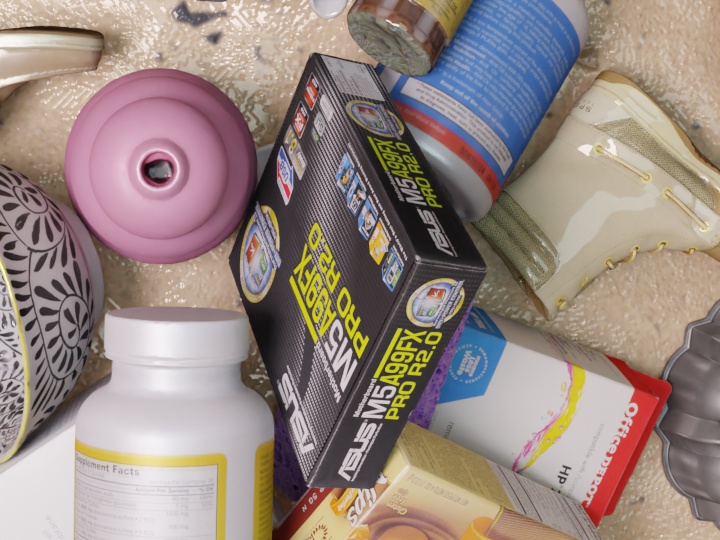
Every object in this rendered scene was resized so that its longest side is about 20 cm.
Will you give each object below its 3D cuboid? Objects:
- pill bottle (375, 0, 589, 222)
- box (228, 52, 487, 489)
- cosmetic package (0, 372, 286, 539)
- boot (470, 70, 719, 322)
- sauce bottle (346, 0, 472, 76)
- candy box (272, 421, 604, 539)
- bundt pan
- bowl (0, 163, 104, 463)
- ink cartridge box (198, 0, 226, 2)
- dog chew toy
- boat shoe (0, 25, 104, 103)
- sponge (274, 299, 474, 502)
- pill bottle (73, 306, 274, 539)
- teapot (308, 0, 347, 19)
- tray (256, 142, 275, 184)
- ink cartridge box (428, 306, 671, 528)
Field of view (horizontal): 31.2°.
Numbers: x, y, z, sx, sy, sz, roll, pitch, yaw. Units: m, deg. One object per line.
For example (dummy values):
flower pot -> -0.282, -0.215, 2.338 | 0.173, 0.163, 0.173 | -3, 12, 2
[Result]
pill bottle -> 0.081, -0.143, 0.839 | 0.112, 0.112, 0.201 | 34, 79, -10
box -> -0.011, -0.004, 0.738 | 0.044, 0.201, 0.161 | 8, 126, -27
cosmetic package -> -0.152, 0.185, 0.835 | 0.199, 0.123, 0.201 | -33, 99, -6
boot -> 0.188, -0.015, 0.892 | 0.200, 0.073, 0.156 | 45, 87, -8
sauce bottle -> 0.061, -0.215, 0.782 | 0.064, 0.065, 0.201 | 31, 74, -10
candy box -> 0.053, 0.173, 0.798 | 0.199, 0.055, 0.116 | 29, 110, -37
bundt pan -> 0.318, 0.110, 0.922 | 0.199, 0.076, 0.205 | -1, 96, -9
bowl -> -0.222, 0.010, 0.803 | 0.094, 0.199, 0.203 | -21, 99, -41
ink cartridge box -> -0.036, -0.251, 0.721 | 0.198, 0.042, 0.120 | -25, 89, 26
dog chew toy -> -0.120, -0.062, 0.779 | 0.123, 0.200, 0.126 | -1, 95, -9
boat shoe -> -0.258, -0.117, 0.823 | 0.197, 0.072, 0.066 | -9, 102, -2
sponge -> 0.001, 0.072, 0.829 | 0.030, 0.111, 0.202 | -1, 117, -42
pill bottle -> -0.104, 0.125, 0.720 | 0.110, 0.112, 0.203 | 1, 94, -8
teapot -> -0.021, -0.290, 0.802 | 0.197, 0.146, 0.200 | -43, 98, -3
tray -> 0.000, 0.000, 0.892 | 0.106, 0.022, 0.202 | -16, 97, -6
ink cartridge box -> 0.120, 0.107, 0.880 | 0.198, 0.067, 0.117 | 20, 102, -16
